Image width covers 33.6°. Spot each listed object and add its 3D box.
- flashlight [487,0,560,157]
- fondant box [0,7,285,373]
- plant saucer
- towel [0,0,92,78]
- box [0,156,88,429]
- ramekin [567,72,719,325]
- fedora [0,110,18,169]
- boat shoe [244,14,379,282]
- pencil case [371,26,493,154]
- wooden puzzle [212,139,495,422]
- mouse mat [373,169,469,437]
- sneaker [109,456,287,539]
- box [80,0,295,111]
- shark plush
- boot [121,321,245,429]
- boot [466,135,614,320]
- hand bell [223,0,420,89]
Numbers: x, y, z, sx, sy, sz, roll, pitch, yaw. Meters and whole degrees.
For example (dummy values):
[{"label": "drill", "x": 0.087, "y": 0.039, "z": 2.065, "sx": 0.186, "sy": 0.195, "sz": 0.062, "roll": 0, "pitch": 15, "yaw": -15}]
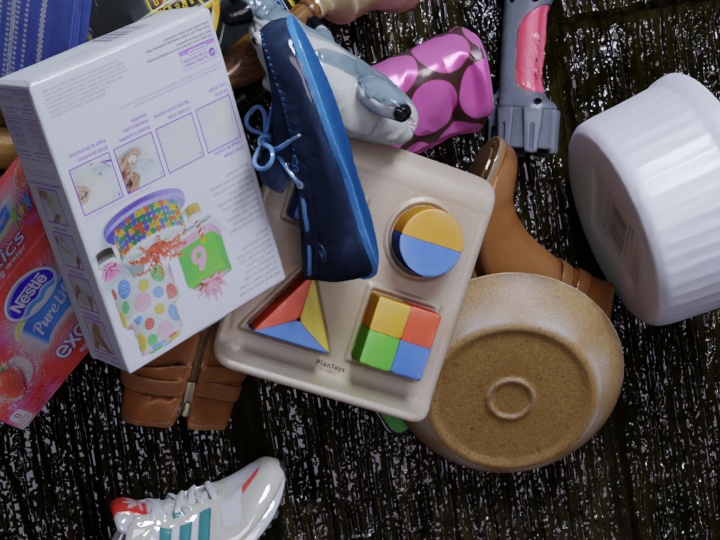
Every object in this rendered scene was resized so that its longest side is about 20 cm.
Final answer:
[{"label": "flashlight", "x": 0.153, "y": -0.201, "z": 1.031, "sx": 0.067, "sy": 0.068, "sz": 0.204, "roll": 2, "pitch": 90, "yaw": -17}, {"label": "fondant box", "x": -0.142, "y": -0.056, "z": 0.801, "sx": 0.144, "sy": 0.058, "sz": 0.203, "roll": -32, "pitch": 117, "yaw": -35}, {"label": "plant saucer", "x": 0.124, "y": 0.098, "z": 0.997, "sx": 0.197, "sy": 0.036, "sz": 0.203, "roll": 1, "pitch": 119, "yaw": 1}, {"label": "towel", "x": -0.278, "y": -0.203, "z": 0.818, "sx": 0.197, "sy": 0.024, "sz": 0.146, "roll": 19, "pitch": 124, "yaw": 3}, {"label": "box", "x": -0.239, "y": 0.001, "z": 0.881, "sx": 0.200, "sy": 0.103, "sz": 0.094, "roll": -49, "pitch": 134, "yaw": 9}, {"label": "ramekin", "x": 0.252, "y": -0.053, "z": 0.997, "sx": 0.096, "sy": 0.200, "sz": 0.203, "roll": -21, "pitch": 96, "yaw": -5}, {"label": "fedora", "x": -0.283, "y": -0.173, "z": 0.915, "sx": 0.197, "sy": 0.082, "sz": 0.204, "roll": 1, "pitch": 87, "yaw": -11}, {"label": "boat shoe", "x": -0.041, "y": -0.071, "z": 0.821, "sx": 0.068, "sy": 0.084, "sz": 0.203, "roll": -13, "pitch": 115, "yaw": 8}, {"label": "pencil case", "x": 0.022, "y": -0.123, "z": 0.990, "sx": 0.198, "sy": 0.091, "sz": 0.095, "roll": -28, "pitch": 96, "yaw": -14}, {"label": "wooden puzzle", "x": 0.000, "y": 0.000, "z": 0.918, "sx": 0.183, "sy": 0.046, "sz": 0.203, "roll": 17, "pitch": 89, "yaw": -15}, {"label": "mouse mat", "x": 0.066, "y": 0.028, "z": 1.046, "sx": 0.199, "sy": 0.008, "sz": 0.162, "roll": -35, "pitch": 99, "yaw": -12}, {"label": "sneaker", "x": -0.151, "y": 0.208, "z": 0.963, "sx": 0.199, "sy": 0.070, "sz": 0.094, "roll": -41, "pitch": 106, "yaw": -7}, {"label": "box", "x": -0.138, "y": -0.190, "z": 0.915, "sx": 0.200, "sy": 0.049, "sz": 0.161, "roll": -46, "pitch": 110, "yaw": -42}, {"label": "shark plush", "x": -0.041, "y": -0.154, "z": 0.877, "sx": 0.199, "sy": 0.091, "sz": 0.084, "roll": 33, "pitch": 43, "yaw": -8}, {"label": "boot", "x": -0.097, "y": 0.055, "z": 0.967, "sx": 0.197, "sy": 0.076, "sz": 0.158, "roll": 4, "pitch": 98, "yaw": -26}, {"label": "boot", "x": 0.149, "y": -0.002, "z": 1.018, "sx": 0.153, "sy": 0.077, "sz": 0.203, "roll": 11, "pitch": 94, "yaw": -8}, {"label": "hand bell", "x": -0.045, "y": -0.199, "z": 0.928, "sx": 0.105, "sy": 0.104, "sz": 0.200, "roll": 51, "pitch": 58, "yaw": -10}]
